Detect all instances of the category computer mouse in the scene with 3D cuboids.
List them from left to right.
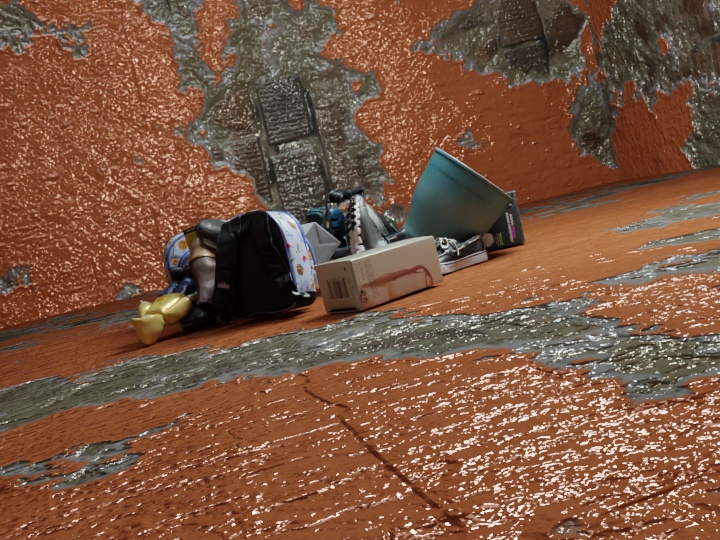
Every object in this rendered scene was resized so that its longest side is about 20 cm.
[{"bbox_3d":[-0.029,-0.086,1.782,0.046,0.201,0.140,10,9,32],"label":"computer mouse"}]

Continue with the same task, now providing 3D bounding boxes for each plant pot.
[{"bbox_3d":[0.190,-0.129,1.711,0.188,0.200,0.200,-55,-2,8],"label":"plant pot"}]

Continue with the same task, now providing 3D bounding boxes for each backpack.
[{"bbox_3d":[-0.357,-0.003,1.831,0.200,0.191,0.154,-25,5,-25],"label":"backpack"},{"bbox_3d":[-0.173,-0.017,1.494,0.199,0.191,0.154,-12,4,25],"label":"backpack"}]

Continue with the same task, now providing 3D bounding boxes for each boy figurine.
[{"bbox_3d":[-0.384,0.069,1.556,0.124,0.065,0.200,-4,30,24],"label":"boy figurine"}]

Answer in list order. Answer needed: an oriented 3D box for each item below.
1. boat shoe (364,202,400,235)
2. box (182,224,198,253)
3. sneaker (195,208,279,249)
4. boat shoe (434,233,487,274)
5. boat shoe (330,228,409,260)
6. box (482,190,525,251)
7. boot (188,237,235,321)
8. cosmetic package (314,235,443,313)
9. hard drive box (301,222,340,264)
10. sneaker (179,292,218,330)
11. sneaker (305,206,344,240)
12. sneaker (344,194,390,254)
[{"bbox_3d":[0.049,-0.087,1.778,0.071,0.200,0.064,1,47,48],"label":"boat shoe"},{"bbox_3d":[-0.309,-0.003,1.709,0.050,0.201,0.075,-18,3,26],"label":"box"},{"bbox_3d":[-0.218,-0.089,1.597,0.199,0.075,0.116,13,-42,-27],"label":"sneaker"},{"bbox_3d":[0.173,-0.033,1.592,0.199,0.068,0.074,-15,5,-32],"label":"boat shoe"},{"bbox_3d":[0.013,-0.052,1.712,0.199,0.062,0.075,-4,14,32],"label":"boat shoe"},{"bbox_3d":[0.265,-0.105,1.875,0.199,0.125,0.149,-12,5,3],"label":"box"},{"bbox_3d":[-0.262,0.034,1.615,0.072,0.167,0.200,-33,-38,27],"label":"boot"},{"bbox_3d":[0.034,0.006,1.380,0.200,0.088,0.103,-18,5,-39],"label":"cosmetic package"},{"bbox_3d":[-0.144,-0.017,1.751,0.156,0.077,0.200,-55,16,-13],"label":"hard drive box"},{"bbox_3d":[-0.344,0.070,1.642,0.074,0.088,0.200,-14,5,-21],"label":"sneaker"},{"bbox_3d":[-0.062,-0.065,1.855,0.082,0.200,0.073,6,40,31],"label":"sneaker"},{"bbox_3d":[0.021,-0.058,1.640,0.090,0.201,0.066,-2,-16,-20],"label":"sneaker"}]
